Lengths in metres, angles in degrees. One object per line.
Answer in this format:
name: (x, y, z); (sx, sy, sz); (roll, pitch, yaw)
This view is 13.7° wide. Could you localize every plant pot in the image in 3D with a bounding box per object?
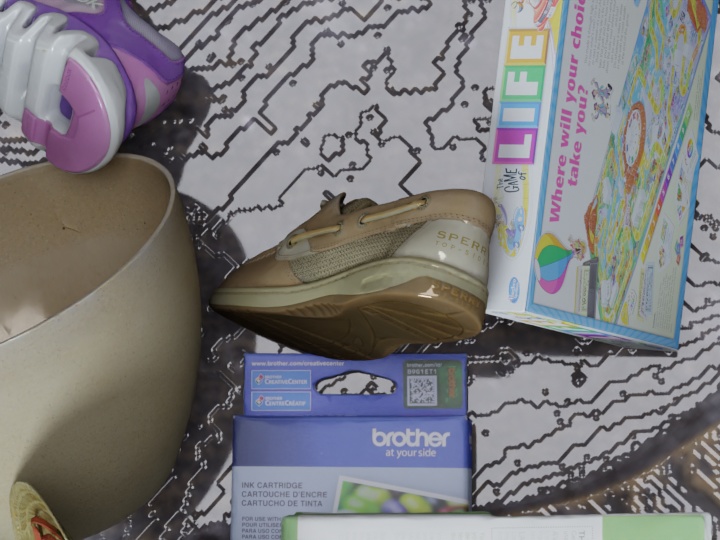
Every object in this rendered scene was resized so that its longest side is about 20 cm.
plant pot: (-0.157, 0.052, 1.430); (0.199, 0.201, 0.135); (-21, 115, 3)

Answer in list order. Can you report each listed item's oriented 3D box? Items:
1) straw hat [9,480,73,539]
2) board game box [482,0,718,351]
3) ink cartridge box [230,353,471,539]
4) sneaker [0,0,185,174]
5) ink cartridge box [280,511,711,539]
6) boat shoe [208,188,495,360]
straw hat: (-0.081, 0.174, 1.340); (0.085, 0.201, 0.202); (-20, 82, -18)
board game box: (0.115, -0.070, 1.430); (0.034, 0.134, 0.201); (3, 83, 39)
ink cartridge box: (-0.005, 0.139, 1.466); (0.119, 0.042, 0.201); (0, 82, 5)
sneaker: (-0.163, -0.128, 1.495); (0.088, 0.081, 0.200); (-26, 56, -40)
ink cartridge box: (0.061, 0.183, 1.351); (0.199, 0.048, 0.146); (-1, 77, 11)
boat shoe: (0.000, 0.000, 1.420); (0.071, 0.200, 0.065); (26, 72, -32)
